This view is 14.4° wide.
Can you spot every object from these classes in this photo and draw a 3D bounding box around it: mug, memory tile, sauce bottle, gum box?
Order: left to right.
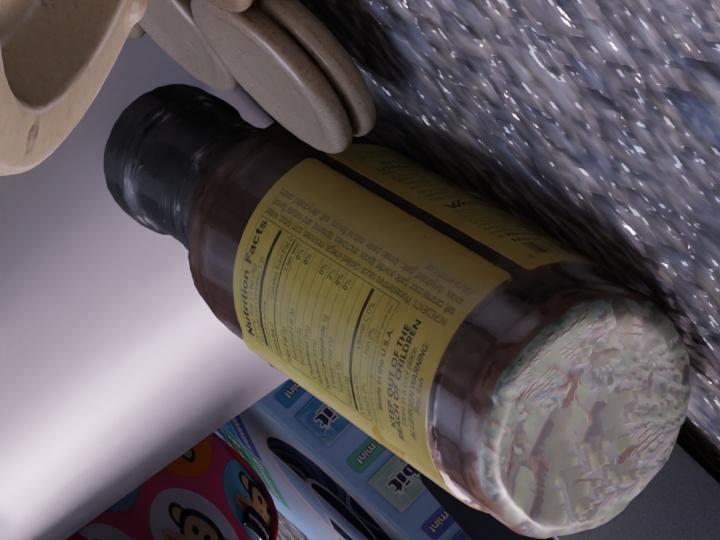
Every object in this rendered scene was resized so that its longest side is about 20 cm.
[{"bbox_3d":[-0.104,0.004,0.874,0.149,0.153,0.187,50,169,-25],"label":"mug"},{"bbox_3d":[-0.079,-0.107,0.696,0.200,0.017,0.153,32,163,49],"label":"memory tile"},{"bbox_3d":[0.000,0.000,0.708,0.200,0.065,0.065,35,164,52],"label":"sauce bottle"},{"bbox_3d":[0.017,0.086,0.997,0.200,0.045,0.170,40,167,24],"label":"gum box"}]

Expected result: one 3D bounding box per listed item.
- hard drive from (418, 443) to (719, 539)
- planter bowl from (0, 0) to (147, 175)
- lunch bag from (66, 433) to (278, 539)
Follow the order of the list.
[{"bbox_3d":[0.094,0.098,0.757,0.200,0.042,0.135,44,169,8],"label":"hard drive"},{"bbox_3d":[-0.105,-0.090,0.501,0.135,0.200,0.200,17,163,9],"label":"planter bowl"},{"bbox_3d":[-0.128,0.089,0.961,0.200,0.082,0.176,36,-149,-15],"label":"lunch bag"}]
